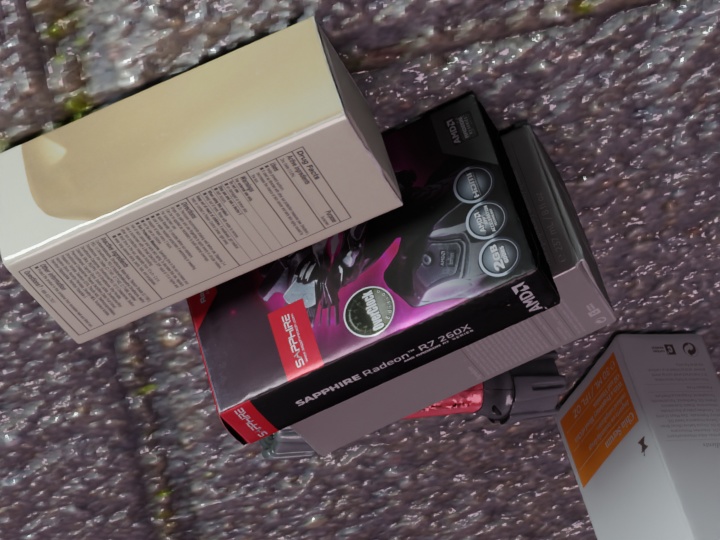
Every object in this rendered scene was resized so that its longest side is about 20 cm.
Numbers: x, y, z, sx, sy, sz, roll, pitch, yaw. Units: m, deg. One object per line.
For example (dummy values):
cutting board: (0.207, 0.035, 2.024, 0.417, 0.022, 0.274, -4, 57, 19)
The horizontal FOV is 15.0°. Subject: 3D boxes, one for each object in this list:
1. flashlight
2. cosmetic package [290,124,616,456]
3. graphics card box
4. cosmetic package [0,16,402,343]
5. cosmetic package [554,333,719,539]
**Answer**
flashlight: (0.031, 0.078, 1.716, 0.199, 0.068, 0.068, -4, 143, -19)
cosmetic package: (0.035, 0.013, 1.583, 0.199, 0.107, 0.090, -25, 148, 7)
graphics card box: (0.000, 0.000, 1.525, 0.199, 0.126, 0.051, -23, 147, 10)
cosmetic package: (-0.089, -0.046, 1.459, 0.199, 0.071, 0.105, -22, 147, 7)
cosmetic package: (0.204, 0.151, 1.788, 0.071, 0.201, 0.102, 1, 143, -28)
